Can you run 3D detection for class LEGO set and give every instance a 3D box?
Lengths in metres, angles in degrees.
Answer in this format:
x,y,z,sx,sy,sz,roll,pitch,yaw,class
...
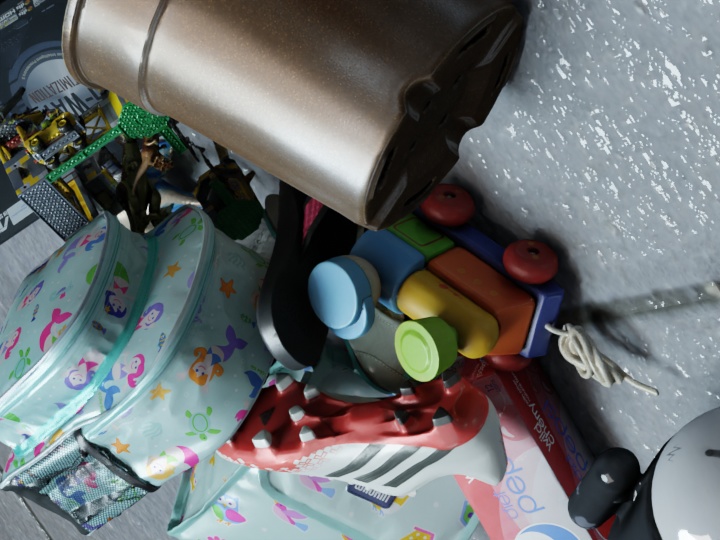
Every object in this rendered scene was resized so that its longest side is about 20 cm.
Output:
x,y,z,sx,sy,sz,roll,pitch,yaw,class
-0.167,-0.079,1.776,0.200,0.154,0.116,38,-164,-48,LEGO set

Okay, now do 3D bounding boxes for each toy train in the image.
x,y,z,sx,sy,sz,roll,pitch,yaw,class
0.071,0.036,1.604,0.200,0.116,0.085,36,130,30,toy train

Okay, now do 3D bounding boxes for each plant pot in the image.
x,y,z,sx,sy,sz,roll,pitch,yaw,class
-0.030,-0.135,1.498,0.198,0.200,0.200,36,151,15,plant pot

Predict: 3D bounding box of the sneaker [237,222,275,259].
x,y,z,sx,sy,sz,roll,pitch,yaw,class
-0.073,0.021,1.911,0.105,0.076,0.200,50,165,-27,sneaker

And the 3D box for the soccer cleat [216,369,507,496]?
x,y,z,sx,sy,sz,roll,pitch,yaw,class
-0.001,0.109,1.676,0.200,0.069,0.085,-7,134,27,soccer cleat

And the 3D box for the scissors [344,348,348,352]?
x,y,z,sx,sy,sz,roll,pitch,yaw,class
-0.008,0.061,1.904,0.073,0.014,0.200,47,156,13,scissors

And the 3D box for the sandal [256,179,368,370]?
x,y,z,sx,sy,sz,roll,pitch,yaw,class
-0.020,-0.016,1.668,0.045,0.200,0.075,-24,123,27,sandal

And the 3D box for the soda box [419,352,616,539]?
x,y,z,sx,sy,sz,roll,pitch,yaw,class
0.114,0.140,1.725,0.070,0.063,0.200,-22,109,28,soda box

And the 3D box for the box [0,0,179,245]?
x,y,z,sx,sy,sz,roll,pitch,yaw,class
-0.237,-0.118,1.829,0.044,0.200,0.160,28,146,47,box

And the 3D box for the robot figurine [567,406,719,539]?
x,y,z,sx,sy,sz,roll,pitch,yaw,class
0.213,0.154,1.545,0.200,0.150,0.125,109,140,-61,robot figurine

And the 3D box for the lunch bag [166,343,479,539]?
x,y,z,sx,sy,sz,roll,pitch,yaw,class
-0.010,0.136,1.809,0.170,0.122,0.200,28,138,-19,lunch bag

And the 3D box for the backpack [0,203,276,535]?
x,y,z,sx,sy,sz,roll,pitch,yaw,class
-0.140,0.052,1.679,0.151,0.178,0.200,40,134,-25,backpack

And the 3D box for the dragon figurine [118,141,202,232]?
x,y,z,sx,sy,sz,roll,pitch,yaw,class
-0.153,-0.055,1.938,0.200,0.099,0.059,-19,107,43,dragon figurine

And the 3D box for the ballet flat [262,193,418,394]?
x,y,z,sx,sy,sz,roll,pitch,yaw,class
0.000,0.000,1.755,0.067,0.064,0.200,24,-155,-43,ballet flat
